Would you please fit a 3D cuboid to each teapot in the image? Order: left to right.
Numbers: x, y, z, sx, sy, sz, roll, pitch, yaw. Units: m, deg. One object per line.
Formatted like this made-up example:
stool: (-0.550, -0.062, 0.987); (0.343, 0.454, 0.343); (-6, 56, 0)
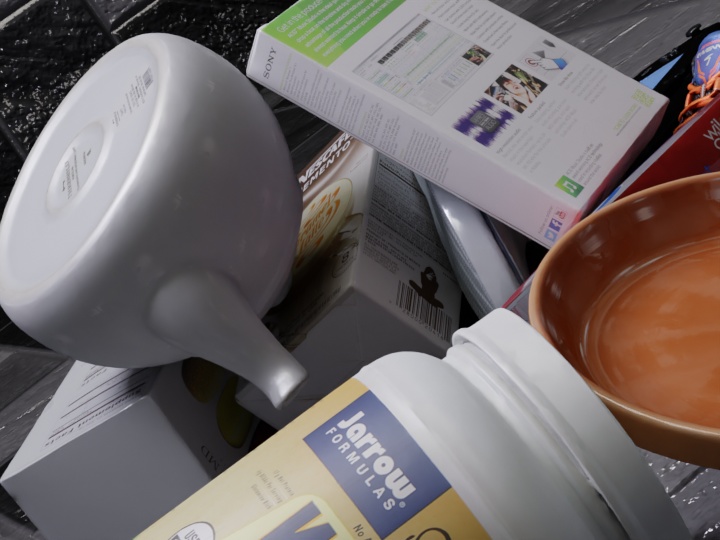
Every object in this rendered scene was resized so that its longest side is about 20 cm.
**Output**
teapot: (-0.100, -0.025, 0.990); (0.197, 0.146, 0.201); (-14, 53, 52)

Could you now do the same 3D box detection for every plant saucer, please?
plant saucer: (0.166, 0.019, 0.689); (0.199, 0.032, 0.201); (-6, 30, 4)

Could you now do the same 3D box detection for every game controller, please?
game controller: (0.183, -0.103, 1.219); (0.104, 0.042, 0.200); (-20, 19, 46)

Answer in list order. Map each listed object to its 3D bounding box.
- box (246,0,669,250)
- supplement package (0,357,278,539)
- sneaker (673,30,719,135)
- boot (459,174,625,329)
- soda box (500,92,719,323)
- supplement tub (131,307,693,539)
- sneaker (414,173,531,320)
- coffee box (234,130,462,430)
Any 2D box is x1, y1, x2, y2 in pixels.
box: (0.056, -0.101, 0.982); (0.144, 0.200, 0.036); (-45, -17, -49)
supplement package: (-0.116, 0.098, 1.076); (0.109, 0.114, 0.200); (-30, 15, 18)
sneaker: (0.214, -0.097, 1.040); (0.200, 0.079, 0.075); (-44, 15, -35)
boot: (0.083, -0.013, 1.103); (0.146, 0.070, 0.200); (-53, 13, -31)
soda box: (0.157, -0.020, 0.897); (0.200, 0.070, 0.063); (-41, -5, -30)
supplement tub: (0.006, 0.120, 0.634); (0.200, 0.145, 0.144); (-36, 13, -7)
sneaker: (0.073, -0.047, 1.003); (0.071, 0.073, 0.200); (-19, 56, -2)
coffee box: (0.000, 0.000, 1.061); (0.114, 0.080, 0.200); (-43, 22, 31)
